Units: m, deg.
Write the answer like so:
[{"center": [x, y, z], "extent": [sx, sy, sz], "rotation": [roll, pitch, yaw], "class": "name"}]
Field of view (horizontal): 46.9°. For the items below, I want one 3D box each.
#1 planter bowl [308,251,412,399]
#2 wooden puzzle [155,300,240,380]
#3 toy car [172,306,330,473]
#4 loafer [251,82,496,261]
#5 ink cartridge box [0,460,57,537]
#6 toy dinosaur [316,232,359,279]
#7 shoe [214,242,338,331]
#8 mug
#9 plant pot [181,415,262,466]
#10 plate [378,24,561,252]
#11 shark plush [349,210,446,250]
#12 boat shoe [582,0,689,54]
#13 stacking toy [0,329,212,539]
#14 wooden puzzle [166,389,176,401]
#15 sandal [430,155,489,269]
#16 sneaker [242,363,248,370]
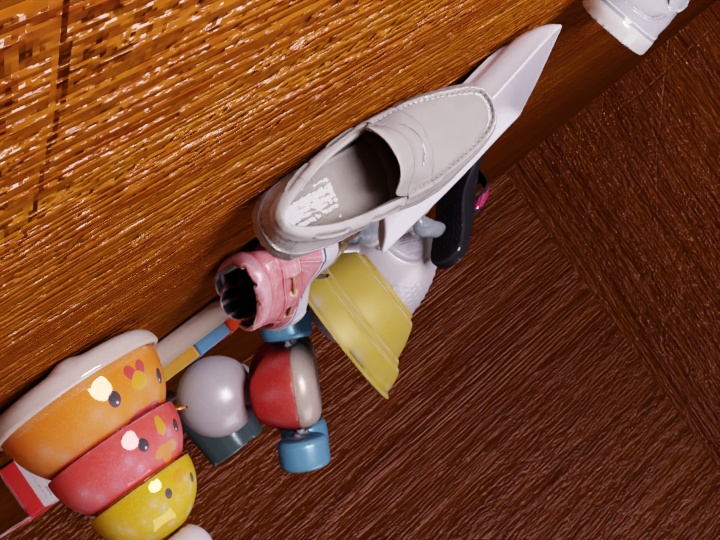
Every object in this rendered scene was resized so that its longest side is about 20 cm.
[{"center": [0.001, 0.041, 0.948], "extent": [0.083, 0.201, 0.200], "rotation": [-38, 178, 0], "class": "planter bowl"}, {"center": [-0.198, 0.091, 0.974], "extent": [0.184, 0.037, 0.200], "rotation": [-37, 178, 5], "class": "wooden puzzle"}, {"center": [-0.146, 0.144, 0.999], "extent": [0.197, 0.187, 0.177], "rotation": [-8, -178, -3], "class": "toy car"}, {"center": [0.019, -0.070, 0.558], "extent": [0.199, 0.070, 0.070], "rotation": [-35, -174, -19], "class": "loafer"}, {"center": [-0.350, 0.225, 0.998], "extent": [0.199, 0.068, 0.116], "rotation": [-36, 177, -10], "class": "ink cartridge box"}, {"center": [-0.027, -0.032, 0.809], "extent": [0.200, 0.058, 0.101], "rotation": [-39, 178, 44], "class": "toy dinosaur"}, {"center": [-0.092, 0.019, 0.752], "extent": [0.091, 0.072, 0.200], "rotation": [-33, 171, -31], "class": "shoe"}, {"center": [0.000, 0.000, 1.084], "extent": [0.198, 0.149, 0.176], "rotation": [0, 149, -29], "class": "mug"}, {"center": [-0.352, 0.354, 2.021], "extent": [0.199, 0.197, 0.200], "rotation": [-35, 178, -1], "class": "plant pot"}, {"center": [0.079, -0.111, 0.719], "extent": [0.200, 0.032, 0.200], "rotation": [-46, 173, -6], "class": "plate"}, {"center": [0.017, -0.077, 0.949], "extent": [0.198, 0.091, 0.084], "rotation": [-19, 146, -25], "class": "shark plush"}, {"center": [0.251, -0.245, 0.724], "extent": [0.072, 0.070, 0.201], "rotation": [-51, 173, 35], "class": "boat shoe"}, {"center": [-0.174, 0.161, 0.648], "extent": [0.146, 0.201, 0.146], "rotation": [-36, 178, -1], "class": "stacking toy"}, {"center": [-0.397, 0.257, 1.316], "extent": [0.184, 0.046, 0.200], "rotation": [-37, -177, 5], "class": "wooden puzzle"}, {"center": [0.128, -0.086, 1.029], "extent": [0.075, 0.045, 0.202], "rotation": [-24, -133, 50], "class": "sandal"}, {"center": [-0.463, 0.396, 2.832], "extent": [0.199, 0.077, 0.082], "rotation": [-36, -176, -13], "class": "sneaker"}]
